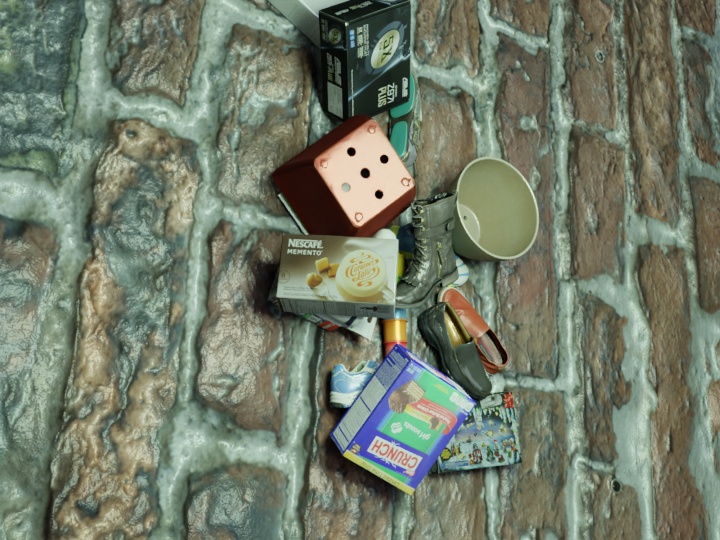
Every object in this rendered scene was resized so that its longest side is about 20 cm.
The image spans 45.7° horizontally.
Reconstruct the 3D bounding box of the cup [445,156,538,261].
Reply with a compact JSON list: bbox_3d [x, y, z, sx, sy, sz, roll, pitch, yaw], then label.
[{"bbox_3d":[0.232,-0.103,1.688,0.196,0.143,0.205,8,72,-26],"label":"cup"}]

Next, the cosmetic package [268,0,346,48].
[{"bbox_3d":[-0.078,-0.512,1.669,0.199,0.074,0.103,40,61,-12],"label":"cosmetic package"}]

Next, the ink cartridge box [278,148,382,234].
[{"bbox_3d":[-0.039,-0.138,1.602,0.199,0.048,0.147,-38,95,-12],"label":"ink cartridge box"}]

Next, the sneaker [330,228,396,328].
[{"bbox_3d":[0.000,0.000,1.514,0.080,0.076,0.203,31,61,-9],"label":"sneaker"}]

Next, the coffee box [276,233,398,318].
[{"bbox_3d":[-0.036,0.009,1.432,0.195,0.080,0.117,4,70,3],"label":"coffee box"}]

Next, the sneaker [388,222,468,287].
[{"bbox_3d":[0.144,-0.031,1.640,0.197,0.105,0.077,24,66,-22],"label":"sneaker"}]

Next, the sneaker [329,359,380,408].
[{"bbox_3d":[0.035,0.198,1.530,0.196,0.075,0.079,-3,82,-32],"label":"sneaker"}]

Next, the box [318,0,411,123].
[{"bbox_3d":[0.010,-0.401,1.614,0.162,0.086,0.204,-27,133,-32],"label":"box"}]

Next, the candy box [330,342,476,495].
[{"bbox_3d":[0.073,0.257,1.471,0.168,0.077,0.202,34,96,-27],"label":"candy box"}]

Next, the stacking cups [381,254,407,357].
[{"bbox_3d":[0.061,0.074,1.590,0.059,0.060,0.205,6,74,-28],"label":"stacking cups"}]

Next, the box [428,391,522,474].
[{"bbox_3d":[0.211,0.305,1.622,0.196,0.040,0.140,0,75,-29],"label":"box"}]

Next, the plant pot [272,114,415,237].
[{"bbox_3d":[-0.012,-0.155,1.497,0.199,0.176,0.202,-36,95,-15],"label":"plant pot"}]

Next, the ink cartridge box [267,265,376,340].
[{"bbox_3d":[-0.059,0.043,1.537,0.197,0.050,0.111,28,64,-22],"label":"ink cartridge box"}]

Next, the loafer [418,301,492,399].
[{"bbox_3d":[0.189,0.151,1.615,0.072,0.072,0.201,-34,85,-41],"label":"loafer"}]

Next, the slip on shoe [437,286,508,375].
[{"bbox_3d":[0.223,0.114,1.671,0.074,0.061,0.202,-37,95,-30],"label":"slip on shoe"}]

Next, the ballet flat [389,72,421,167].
[{"bbox_3d":[0.093,-0.296,1.718,0.071,0.072,0.205,16,69,-24],"label":"ballet flat"}]

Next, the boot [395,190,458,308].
[{"bbox_3d":[0.106,-0.042,1.529,0.198,0.068,0.178,-29,124,-36],"label":"boot"}]
